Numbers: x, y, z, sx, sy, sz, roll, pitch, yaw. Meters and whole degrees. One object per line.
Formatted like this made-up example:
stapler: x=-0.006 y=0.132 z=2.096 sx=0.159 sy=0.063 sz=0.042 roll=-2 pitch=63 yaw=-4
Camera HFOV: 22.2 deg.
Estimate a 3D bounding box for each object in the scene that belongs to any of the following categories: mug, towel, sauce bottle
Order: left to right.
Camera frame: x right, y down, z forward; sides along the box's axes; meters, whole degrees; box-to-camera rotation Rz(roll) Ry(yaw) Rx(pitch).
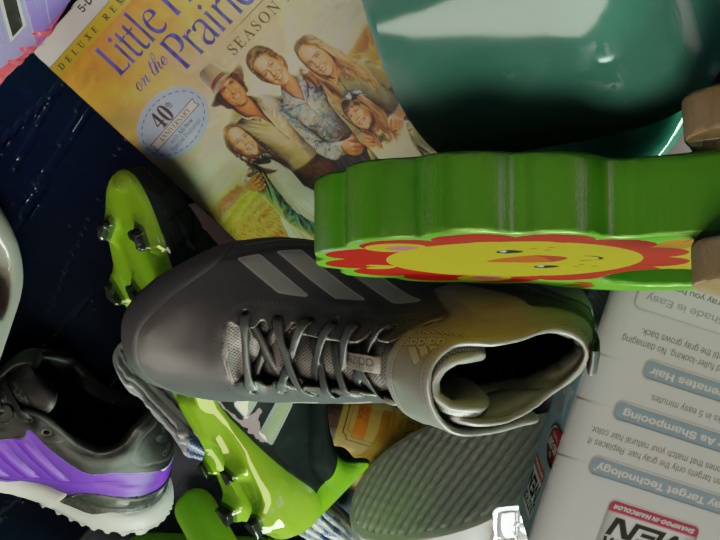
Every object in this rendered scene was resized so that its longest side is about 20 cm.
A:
towel: x=-0.045 y=0.116 z=0.987 sx=0.200 sy=0.024 sz=0.147 roll=42 pitch=176 yaw=-28
sauce bottle: x=0.059 y=0.102 z=0.985 sx=0.198 sy=0.066 sz=0.066 roll=16 pitch=141 yaw=-13
mug: x=0.079 y=-0.120 z=0.661 sx=0.113 sy=0.154 sz=0.185 roll=-10 pitch=170 yaw=21

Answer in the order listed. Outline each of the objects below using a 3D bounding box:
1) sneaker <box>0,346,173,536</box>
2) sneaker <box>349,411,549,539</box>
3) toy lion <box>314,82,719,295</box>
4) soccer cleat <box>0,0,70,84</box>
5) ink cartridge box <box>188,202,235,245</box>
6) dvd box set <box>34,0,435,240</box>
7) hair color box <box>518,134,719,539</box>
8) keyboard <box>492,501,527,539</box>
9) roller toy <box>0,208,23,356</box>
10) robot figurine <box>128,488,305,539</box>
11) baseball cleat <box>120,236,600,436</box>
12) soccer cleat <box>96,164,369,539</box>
sneaker: x=-0.198 y=0.079 z=1.027 sx=0.198 sy=0.070 sz=0.100 roll=10 pitch=133 yaw=0
sneaker: x=0.099 y=0.125 z=0.908 sx=0.199 sy=0.073 sz=0.114 roll=-14 pitch=135 yaw=29
toy lion: x=0.087 y=-0.015 z=0.664 sx=0.190 sy=0.069 sz=0.200 roll=-5 pitch=172 yaw=28
soccer cleat: x=-0.169 y=-0.102 z=0.794 sx=0.199 sy=0.067 sz=0.077 roll=-17 pitch=113 yaw=37
ink cartridge box: x=0.000 y=0.000 z=0.890 sx=0.199 sy=0.051 sz=0.109 roll=-16 pitch=132 yaw=29
dvd box set: x=-0.025 y=-0.071 z=0.782 sx=0.200 sy=0.029 sz=0.146 roll=43 pitch=128 yaw=-11
hair color box: x=0.145 y=0.031 z=0.788 sx=0.098 sy=0.061 sz=0.202 roll=17 pitch=98 yaw=-2
keyboard: x=0.160 y=0.118 z=0.850 sx=0.198 sy=0.011 sz=0.057 roll=-5 pitch=137 yaw=-1
roller toy: x=-0.269 y=0.023 z=0.915 sx=0.181 sy=0.141 sz=0.201 roll=18 pitch=139 yaw=-8
robot figurine: x=-0.083 y=0.220 z=1.116 sx=0.198 sy=0.116 sz=0.177 roll=0 pitch=131 yaw=14
baseball cleat: x=-0.003 y=0.027 z=0.741 sx=0.198 sy=0.107 sz=0.070 roll=-7 pitch=108 yaw=3
soccer cleat: x=-0.058 y=0.031 z=0.849 sx=0.067 sy=0.081 sz=0.201 roll=16 pitch=134 yaw=52
